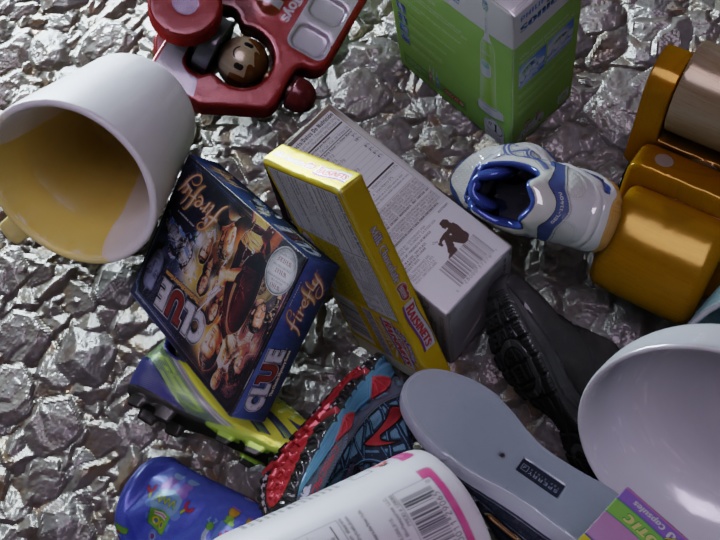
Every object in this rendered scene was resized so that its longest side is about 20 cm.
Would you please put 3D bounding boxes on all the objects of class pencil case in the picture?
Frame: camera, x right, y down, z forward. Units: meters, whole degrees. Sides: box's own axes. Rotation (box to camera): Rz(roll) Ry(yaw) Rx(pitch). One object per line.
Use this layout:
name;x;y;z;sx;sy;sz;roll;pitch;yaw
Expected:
pencil case;-0.096;0.210;0.737;0.199;0.078;0.087;19;63;35

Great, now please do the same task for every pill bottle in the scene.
pill bottle;-0.027;0.195;0.600;0.199;0.114;0.114;-19;65;-24

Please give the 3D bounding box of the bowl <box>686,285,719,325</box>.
bowl;0.336;0.048;0.720;0.200;0.201;0.105;19;52;16

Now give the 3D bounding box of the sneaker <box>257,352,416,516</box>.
sneaker;0.003;0.135;0.734;0.096;0.200;0.079;46;123;1

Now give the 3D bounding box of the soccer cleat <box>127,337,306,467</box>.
soccer cleat;-0.094;0.110;0.815;0.199;0.065;0.084;20;63;14

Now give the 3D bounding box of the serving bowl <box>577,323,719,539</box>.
serving bowl;0.247;0.110;0.657;0.199;0.201;0.066;29;48;18

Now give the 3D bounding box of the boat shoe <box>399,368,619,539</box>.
boat shoe;0.104;0.162;0.740;0.200;0.091;0.071;37;53;20

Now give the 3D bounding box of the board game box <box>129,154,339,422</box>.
board game box;-0.108;0.008;0.799;0.200;0.034;0.136;39;108;46

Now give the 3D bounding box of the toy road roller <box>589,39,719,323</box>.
toy road roller;0.249;-0.054;0.756;0.122;0.201;0.146;26;54;19

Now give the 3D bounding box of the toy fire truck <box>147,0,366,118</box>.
toy fire truck;-0.099;-0.231;0.937;0.167;0.112;0.201;28;75;-1

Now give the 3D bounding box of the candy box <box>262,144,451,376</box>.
candy box;0.000;0.000;0.758;0.026;0.201;0.102;-42;38;-21

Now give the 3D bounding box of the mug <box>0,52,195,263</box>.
mug;-0.231;-0.110;0.861;0.185;0.150;0.153;-1;35;18

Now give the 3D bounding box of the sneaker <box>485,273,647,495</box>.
sneaker;0.172;0.081;0.771;0.091;0.076;0.200;-36;94;-18

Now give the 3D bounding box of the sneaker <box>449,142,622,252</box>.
sneaker;0.115;-0.069;0.792;0.088;0.200;0.076;10;96;-27

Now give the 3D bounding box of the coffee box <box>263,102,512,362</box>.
coffee box;0.023;-0.030;0.825;0.200;0.113;0.080;40;76;21

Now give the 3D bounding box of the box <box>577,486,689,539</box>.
box;0.169;0.273;0.627;0.176;0.201;0.096;40;43;21

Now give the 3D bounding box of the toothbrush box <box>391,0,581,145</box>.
toothbrush box;0.103;-0.215;0.842;0.086;0.200;0.146;-43;68;-9
